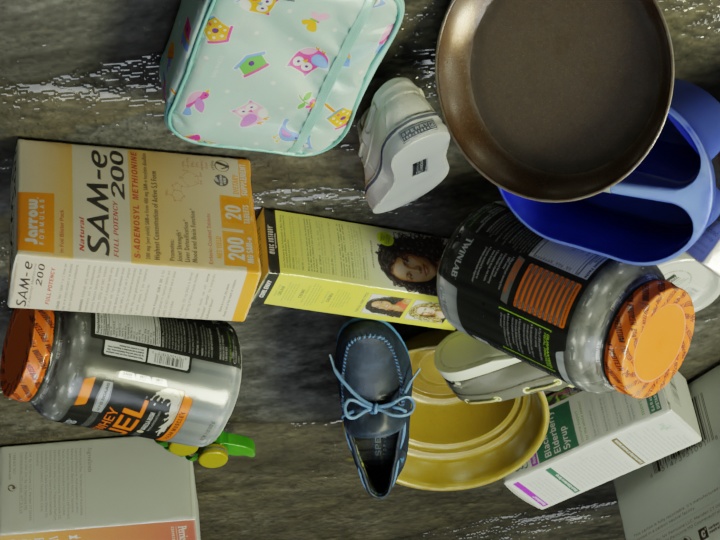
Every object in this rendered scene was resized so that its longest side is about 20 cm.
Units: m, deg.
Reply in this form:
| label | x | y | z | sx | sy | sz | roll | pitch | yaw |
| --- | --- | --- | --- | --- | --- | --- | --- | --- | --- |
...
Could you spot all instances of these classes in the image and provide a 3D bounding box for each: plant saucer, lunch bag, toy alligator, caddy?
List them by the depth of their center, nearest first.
| label | x | y | z | sx | sy | sz | roll | pitch | yaw |
| --- | --- | --- | --- | --- | --- | --- | --- | --- | --- |
| lunch bag | -0.058 | -0.176 | 1.342 | 0.160 | 0.077 | 0.200 | 9 | 139 | -20 |
| plant saucer | 0.150 | -0.153 | 1.345 | 0.200 | 0.200 | 0.032 | -36 | 169 | 32 |
| caddy | 0.199 | -0.086 | 1.404 | 0.200 | 0.105 | 0.142 | 17 | 119 | 32 |
| toy alligator | -0.191 | 0.155 | 1.756 | 0.054 | 0.059 | 0.200 | -35 | 135 | 30 |

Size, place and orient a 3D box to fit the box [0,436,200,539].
| label | x | y | z | sx | sy | sz | roll | pitch | yaw |
| --- | --- | --- | --- | --- | --- | --- | --- | --- | --- |
| box | -0.269 | 0.259 | 1.837 | 0.199 | 0.107 | 0.152 | -4 | 142 | -4 |

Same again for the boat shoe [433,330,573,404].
| label | x | y | z | sx | sy | sz | roll | pitch | yaw |
| --- | --- | --- | --- | --- | --- | --- | --- | --- | --- |
| boat shoe | 0.170 | 0.075 | 1.590 | 0.201 | 0.072 | 0.060 | -13 | 132 | 18 |

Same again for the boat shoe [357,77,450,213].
| label | x | y | z | sx | sy | sz | roll | pitch | yaw |
| --- | --- | --- | --- | --- | --- | --- | --- | --- | --- |
| boat shoe | 0.029 | -0.105 | 1.456 | 0.071 | 0.070 | 0.200 | -24 | 168 | -6 |

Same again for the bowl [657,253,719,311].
| label | x | y | z | sx | sy | sz | roll | pitch | yaw |
| --- | --- | --- | --- | --- | --- | --- | --- | --- | --- |
| bowl | 0.275 | -0.019 | 1.590 | 0.200 | 0.094 | 0.201 | -4 | 142 | -3 |

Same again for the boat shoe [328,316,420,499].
| label | x | y | z | sx | sy | sz | roll | pitch | yaw |
| --- | --- | --- | --- | --- | --- | --- | --- | --- | --- |
| boat shoe | 0.021 | 0.131 | 1.636 | 0.084 | 0.069 | 0.200 | -9 | 131 | 7 |

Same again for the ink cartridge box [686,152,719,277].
| label | x | y | z | sx | sy | sz | roll | pitch | yaw |
| --- | --- | --- | --- | --- | --- | --- | --- | --- | --- |
| ink cartridge box | 0.343 | -0.085 | 1.458 | 0.067 | 0.117 | 0.200 | 33 | 96 | -18 |

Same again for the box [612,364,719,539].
| label | x | y | z | sx | sy | sz | roll | pitch | yaw |
| --- | --- | --- | --- | --- | --- | --- | --- | --- | --- |
| box | 0.382 | 0.229 | 1.839 | 0.131 | 0.200 | 0.199 | 25 | 131 | -35 |

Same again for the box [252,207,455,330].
| label | x | y | z | sx | sy | sz | roll | pitch | yaw |
| --- | --- | --- | --- | --- | --- | --- | --- | --- | --- |
| box | 0.000 | 0.000 | 1.582 | 0.200 | 0.075 | 0.050 | 7 | 141 | -21 |

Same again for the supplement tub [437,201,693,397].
| label | x | y | z | sx | sy | sz | roll | pitch | yaw |
| --- | --- | --- | --- | --- | --- | --- | --- | --- | --- |
| supplement tub | 0.173 | 0.027 | 1.488 | 0.122 | 0.200 | 0.123 | -25 | 127 | -38 |

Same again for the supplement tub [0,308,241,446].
| label | x | y | z | sx | sy | sz | roll | pitch | yaw |
| --- | --- | --- | --- | --- | --- | --- | --- | --- | --- |
| supplement tub | -0.220 | 0.087 | 1.614 | 0.200 | 0.123 | 0.123 | 13 | 138 | -24 |

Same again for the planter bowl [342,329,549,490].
| label | x | y | z | sx | sy | sz | roll | pitch | yaw |
| --- | --- | --- | --- | --- | --- | --- | --- | --- | --- |
| planter bowl | 0.083 | 0.119 | 1.726 | 0.200 | 0.084 | 0.201 | 1 | 131 | 1 |

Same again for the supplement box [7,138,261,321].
| label | x | y | z | sx | sy | sz | roll | pitch | yaw |
| --- | --- | --- | --- | --- | --- | --- | --- | --- | --- |
| supplement box | -0.190 | -0.033 | 1.462 | 0.199 | 0.126 | 0.074 | 4 | 142 | -16 |

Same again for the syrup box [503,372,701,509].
| label | x | y | z | sx | sy | sz | roll | pitch | yaw |
| --- | --- | --- | --- | --- | --- | --- | --- | --- | --- |
| syrup box | 0.244 | 0.167 | 1.834 | 0.200 | 0.079 | 0.081 | -26 | 139 | 23 |
